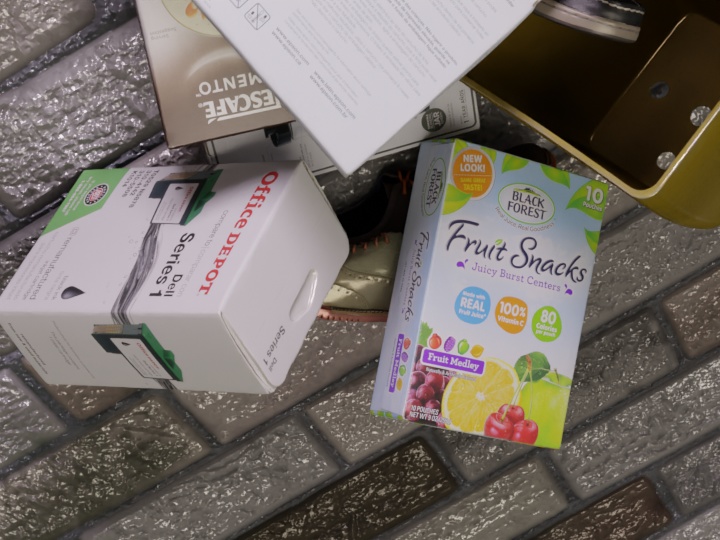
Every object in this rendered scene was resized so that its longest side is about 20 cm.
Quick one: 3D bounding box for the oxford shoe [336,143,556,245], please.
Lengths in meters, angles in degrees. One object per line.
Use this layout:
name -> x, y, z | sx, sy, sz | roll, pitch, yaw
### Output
oxford shoe -> 0.056, -0.049, 1.169 | 0.199, 0.071, 0.073 | -30, 125, 7

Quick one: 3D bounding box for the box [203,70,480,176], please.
box -> -0.022, -0.135, 1.082 | 0.199, 0.060, 0.117 | -17, 130, -4

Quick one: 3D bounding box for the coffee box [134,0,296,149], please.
coffee box -> -0.091, -0.191, 0.962 | 0.114, 0.080, 0.201 | -13, 108, -6

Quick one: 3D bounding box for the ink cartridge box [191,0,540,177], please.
ink cartridge box -> 0.000, -0.195, 0.907 | 0.200, 0.041, 0.200 | -41, 103, 3

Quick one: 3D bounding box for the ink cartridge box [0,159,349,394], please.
ink cartridge box -> -0.128, 0.003, 1.044 | 0.199, 0.147, 0.085 | -1, 136, 31

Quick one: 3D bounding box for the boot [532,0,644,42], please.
boot -> 0.129, -0.248, 0.964 | 0.073, 0.200, 0.151 | 5, 122, -43

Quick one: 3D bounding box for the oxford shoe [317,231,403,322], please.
oxford shoe -> 0.000, 0.000, 1.134 | 0.199, 0.071, 0.074 | 12, 104, -16

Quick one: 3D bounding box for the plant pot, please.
plant pot -> 0.213, -0.142, 1.051 | 0.200, 0.200, 0.176 | -52, 145, 2

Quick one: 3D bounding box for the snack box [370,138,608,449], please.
snack box -> 0.095, 0.019, 1.103 | 0.141, 0.053, 0.202 | 14, 85, -29
